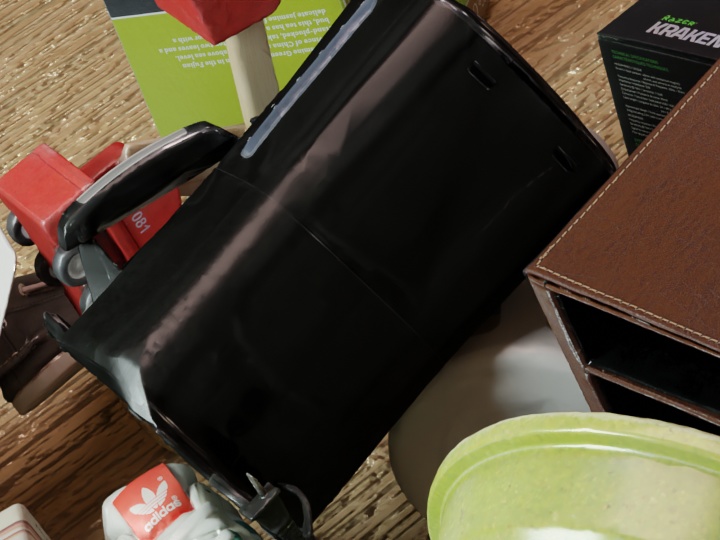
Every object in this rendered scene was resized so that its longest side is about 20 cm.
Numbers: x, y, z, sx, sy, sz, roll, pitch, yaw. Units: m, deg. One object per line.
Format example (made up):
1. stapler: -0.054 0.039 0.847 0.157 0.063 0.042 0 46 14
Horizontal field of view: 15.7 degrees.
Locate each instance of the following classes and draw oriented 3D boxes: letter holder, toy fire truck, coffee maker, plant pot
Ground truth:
1. letter holder: 0.188 -0.014 0.977 0.142 0.101 0.200 22 60 43
2. toy fire truck: -0.075 -0.038 1.097 0.141 0.200 0.049 -40 42 -12
3. coffee maker: 0.000 0.000 1.009 0.200 0.135 0.192 -49 47 -4
4. plant pot: 0.081 0.179 0.837 0.200 0.200 0.184 5 51 33

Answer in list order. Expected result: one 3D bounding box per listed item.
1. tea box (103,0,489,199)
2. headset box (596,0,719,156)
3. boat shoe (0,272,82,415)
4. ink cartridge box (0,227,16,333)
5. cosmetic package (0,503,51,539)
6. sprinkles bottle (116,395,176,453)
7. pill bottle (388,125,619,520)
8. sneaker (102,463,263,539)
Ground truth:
1. tea box: -0.036 -0.171 1.382 0.134 0.197 0.200 -5 36 23
2. headset box: 0.248 -0.111 1.243 0.200 0.093 0.174 -38 38 -27
3. boat shoe: -0.128 0.009 1.229 0.067 0.057 0.200 -41 0 22
4. ink cartridge box: -0.213 0.058 1.134 0.068 0.200 0.115 6 23 -26
5. cosmetic package: -0.126 0.169 0.951 0.087 0.103 0.200 -34 15 -4
6. sprinkles bottle: -0.030 0.005 1.240 0.068 0.068 0.200 17 48 43
7. pill bottle: 0.072 0.019 1.126 0.111 0.111 0.200 -11 34 13
8. sneaker: -0.063 0.125 0.997 0.070 0.093 0.200 -32 8 -11
